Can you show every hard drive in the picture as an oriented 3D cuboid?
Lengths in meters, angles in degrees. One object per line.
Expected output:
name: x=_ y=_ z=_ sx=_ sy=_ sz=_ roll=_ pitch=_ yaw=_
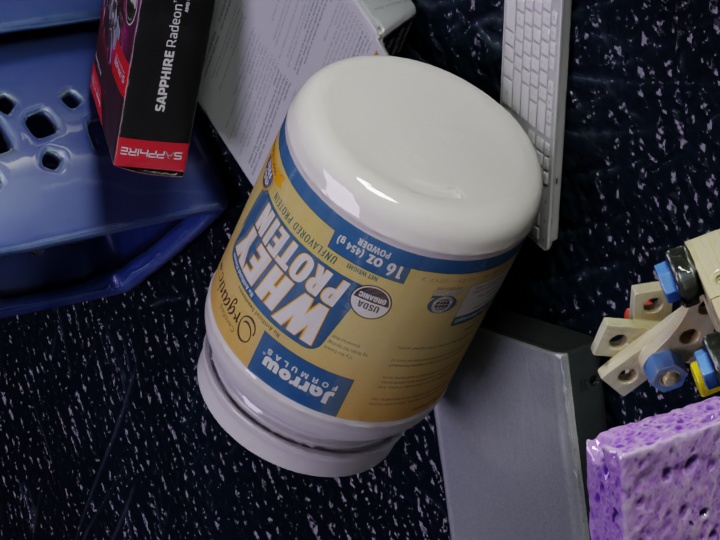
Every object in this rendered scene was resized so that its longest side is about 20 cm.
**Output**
hard drive: x=0.095 y=0.125 z=1.654 sx=0.139 sy=0.033 sz=0.201 roll=17 pitch=119 yaw=56

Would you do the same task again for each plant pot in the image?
plant pot: x=-0.228 y=-0.079 z=1.943 sx=0.200 sy=0.199 sz=0.181 roll=-33 pitch=71 yaw=60

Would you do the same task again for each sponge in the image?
sponge: x=0.191 y=0.103 z=1.307 sx=0.030 sy=0.199 sz=0.112 roll=26 pitch=125 yaw=55

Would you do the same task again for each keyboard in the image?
keyboard: x=0.091 y=-0.110 z=1.560 sx=0.056 sy=0.011 sz=0.201 roll=37 pitch=135 yaw=46

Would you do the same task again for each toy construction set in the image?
toy construction set: x=0.186 y=0.057 z=1.416 sx=0.200 sy=0.092 sz=0.131 roll=51 pitch=169 yaw=45

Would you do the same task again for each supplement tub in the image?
supplement tub: x=0.000 y=0.000 z=1.590 sx=0.145 sy=0.144 sz=0.201 roll=53 pitch=135 yaw=31

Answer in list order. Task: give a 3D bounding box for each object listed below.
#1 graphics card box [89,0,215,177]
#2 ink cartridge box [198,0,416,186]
graphics card box: x=-0.121 y=-0.174 z=1.777 sx=0.126 sy=0.051 sz=0.201 roll=-112 pitch=32 yaw=-61
ink cartridge box: x=-0.028 y=-0.115 z=1.730 sx=0.200 sy=0.040 sz=0.200 roll=58 pitch=147 yaw=26
